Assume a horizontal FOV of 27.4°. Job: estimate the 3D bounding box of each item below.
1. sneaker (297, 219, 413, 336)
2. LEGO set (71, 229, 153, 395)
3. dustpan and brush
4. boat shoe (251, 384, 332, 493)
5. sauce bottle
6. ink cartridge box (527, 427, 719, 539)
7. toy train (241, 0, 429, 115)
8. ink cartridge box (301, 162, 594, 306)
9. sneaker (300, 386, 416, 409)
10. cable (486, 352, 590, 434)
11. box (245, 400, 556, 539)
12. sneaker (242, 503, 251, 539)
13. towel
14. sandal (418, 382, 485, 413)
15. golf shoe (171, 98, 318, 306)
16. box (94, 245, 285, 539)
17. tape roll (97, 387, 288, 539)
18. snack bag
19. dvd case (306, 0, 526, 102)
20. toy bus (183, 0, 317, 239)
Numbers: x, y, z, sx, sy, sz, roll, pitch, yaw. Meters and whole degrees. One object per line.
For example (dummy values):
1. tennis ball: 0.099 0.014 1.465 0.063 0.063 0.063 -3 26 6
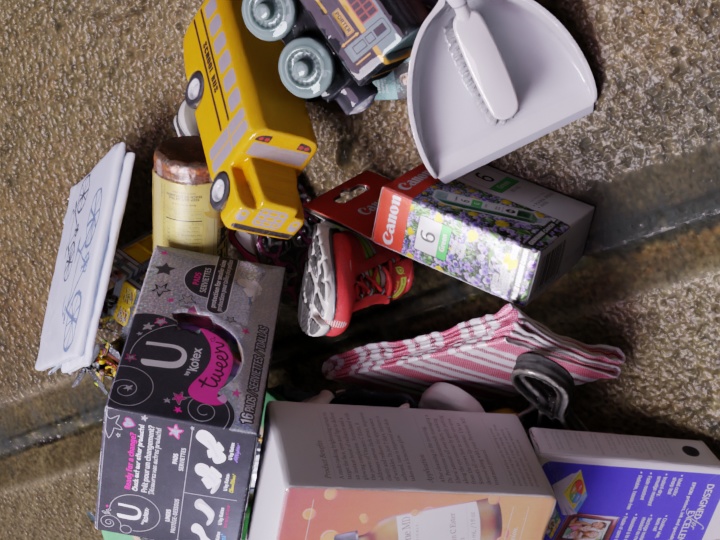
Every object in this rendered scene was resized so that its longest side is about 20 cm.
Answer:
1. sneaker: 0.000 0.000 1.151 0.084 0.200 0.078 12 108 1
2. LEGO set: -0.183 0.062 1.335 0.154 0.116 0.201 41 127 11
3. dustpan and brush: 0.077 -0.174 1.055 0.139 0.057 0.201 -25 102 4
4. boat shoe: -0.103 0.153 1.333 0.198 0.071 0.092 -2 75 18
5. sauce bottle: -0.142 -0.010 1.229 0.066 0.066 0.202 20 124 24
6. ink cartridge box: 0.204 0.216 1.166 0.198 0.044 0.200 8 123 -10
7. toy train: -0.034 -0.220 1.117 0.114 0.085 0.201 -35 88 26
8. ink cartridge box: 0.067 -0.047 1.131 0.199 0.109 0.051 24 120 22
9. sneaker: 0.030 0.160 1.169 0.199 0.080 0.130 42 156 7
10. cable: 0.145 0.120 1.138 0.097 0.051 0.200 29 167 8
11. box: 0.022 0.192 1.086 0.198 0.107 0.154 4 118 -14
12. sneaker: -0.046 0.234 1.366 0.198 0.074 0.085 4 87 35
13. towel: 0.087 0.072 1.155 0.199 0.146 0.030 -15 65 42
14. sandal: 0.082 0.146 1.225 0.082 0.050 0.203 36 154 13
15. golf shoe: -0.097 -0.061 1.261 0.092 0.072 0.202 -23 89 50
16. box: -0.129 0.094 1.135 0.113 0.201 0.133 9 126 -3
17. tape roll: -0.127 0.190 1.269 0.198 0.048 0.203 -3 79 15
18. snack bag: -0.244 -0.001 1.294 0.200 0.021 0.191 159 122 -66
19. dvd case: 0.032 -0.204 1.140 0.198 0.022 0.147 1 111 31
20. toy bus: -0.086 -0.124 1.159 0.078 0.065 0.201 -48 45 36
